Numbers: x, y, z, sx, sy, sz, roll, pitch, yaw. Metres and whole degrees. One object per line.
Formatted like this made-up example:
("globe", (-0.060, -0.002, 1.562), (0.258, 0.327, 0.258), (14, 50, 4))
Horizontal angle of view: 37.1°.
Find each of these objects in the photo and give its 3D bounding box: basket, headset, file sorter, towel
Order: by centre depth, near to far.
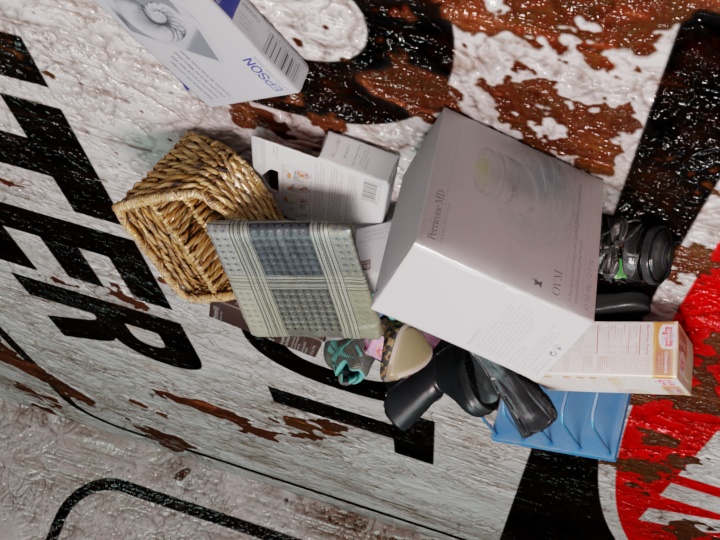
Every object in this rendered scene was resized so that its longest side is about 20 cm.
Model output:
("headset", (0.285, -0.013, 1.194), (0.121, 0.096, 0.200), (13, 168, 14))
("towel", (-0.076, 0.011, 1.321), (0.189, 0.035, 0.202), (1, 136, 17))
("basket", (-0.187, -0.047, 1.357), (0.142, 0.149, 0.201), (25, 154, 41))
("file sorter", (0.282, 0.179, 1.578), (0.197, 0.141, 0.123), (5, 153, 32))

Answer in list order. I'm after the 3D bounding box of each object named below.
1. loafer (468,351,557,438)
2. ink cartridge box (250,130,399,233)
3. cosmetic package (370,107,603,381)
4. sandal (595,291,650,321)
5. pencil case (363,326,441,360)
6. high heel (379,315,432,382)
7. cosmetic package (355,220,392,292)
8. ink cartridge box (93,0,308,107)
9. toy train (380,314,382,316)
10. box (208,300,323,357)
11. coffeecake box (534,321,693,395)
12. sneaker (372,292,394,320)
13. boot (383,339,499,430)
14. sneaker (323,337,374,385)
("loafer", (0.183, 0.147, 1.430), (0.201, 0.070, 0.068), (47, -171, -18))
("ink cartridge box", (-0.046, -0.108, 1.323), (0.171, 0.044, 0.201), (21, 159, 4))
("cosmetic package", (0.135, -0.029, 1.111), (0.197, 0.202, 0.124), (22, 139, -8))
("sandal", (0.278, 0.042, 1.398), (0.197, 0.049, 0.075), (-6, 158, 21))
("pencil case", (0.103, 0.126, 1.683), (0.197, 0.089, 0.087), (23, 158, -9))
("high heel", (0.036, 0.107, 1.529), (0.141, 0.201, 0.072), (-19, 112, 37))
("cosmetic package", (0.081, 0.004, 1.378), (0.100, 0.075, 0.200), (-11, 153, 27))
("ink cartridge box", (-0.185, -0.246, 1.123), (0.197, 0.041, 0.199), (0, 150, 41))
("toy train", (-0.057, 0.029, 1.533), (0.197, 0.088, 0.114), (13, 149, -26))
("box", (-0.148, 0.066, 1.768), (0.197, 0.076, 0.100), (22, 158, -1))
("coffeecake box", (0.326, 0.115, 1.407), (0.196, 0.075, 0.153), (0, 165, 24))
("sneaker", (0.000, 0.000, 1.466), (0.197, 0.093, 0.077), (26, 156, -15))
("boot", (0.112, 0.182, 1.556), (0.076, 0.201, 0.168), (38, 111, -23))
("sneaker", (-0.023, 0.152, 1.814), (0.077, 0.093, 0.200), (25, 157, -11))
